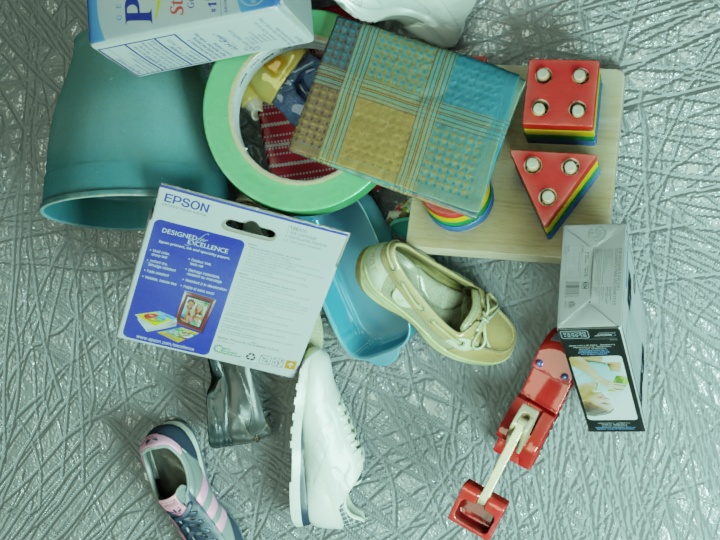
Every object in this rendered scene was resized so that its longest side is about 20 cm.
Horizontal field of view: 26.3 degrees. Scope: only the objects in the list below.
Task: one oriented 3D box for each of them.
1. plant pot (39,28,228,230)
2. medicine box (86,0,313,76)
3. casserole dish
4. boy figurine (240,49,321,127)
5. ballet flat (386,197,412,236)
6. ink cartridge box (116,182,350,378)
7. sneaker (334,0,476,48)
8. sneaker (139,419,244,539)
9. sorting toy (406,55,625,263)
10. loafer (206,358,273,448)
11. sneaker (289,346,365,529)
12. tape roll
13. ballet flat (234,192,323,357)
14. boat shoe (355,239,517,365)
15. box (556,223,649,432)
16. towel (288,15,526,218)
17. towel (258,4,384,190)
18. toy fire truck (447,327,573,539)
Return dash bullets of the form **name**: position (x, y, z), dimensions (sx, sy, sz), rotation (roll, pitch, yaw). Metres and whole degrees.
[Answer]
- **plant pot**: position (-0.234, -0.151, 1.614), dimensions (0.198, 0.200, 0.190), rotation (-4, 81, 18)
- **medicine box**: position (-0.156, -0.303, 1.480), dimensions (0.198, 0.103, 0.184), rotation (-8, 78, 16)
- **casserole dish**: position (0.000, 0.000, 1.611), dimensions (0.121, 0.039, 0.202), rotation (-23, 91, 48)
- **boy figurine**: position (-0.091, -0.221, 1.593), dimensions (0.200, 0.064, 0.124), rotation (44, 107, 2)
- **ballet flat**: position (0.127, -0.065, 1.576), dimensions (0.198, 0.076, 0.065), rotation (2, 67, 13)
- **ink cartridge box**: position (-0.131, 0.006, 1.564), dimensions (0.196, 0.047, 0.201), rotation (15, 123, -11)
- **sneaker**: position (0.037, -0.293, 1.507), dimensions (0.100, 0.199, 0.078), rotation (-56, 45, 26)
- **sneaker**: position (-0.191, 0.268, 1.702), dimensions (0.070, 0.082, 0.201), rotation (-28, 89, 18)
- **sorting toy**: position (0.150, -0.116, 1.509), dimensions (0.198, 0.070, 0.201), rotation (4, 73, 15)
- **loafer**: position (-0.134, 0.091, 1.677), dimensions (0.071, 0.073, 0.202), rotation (-2, 101, -4)
- **sneaker**: position (-0.034, 0.179, 1.654), dimensions (0.080, 0.076, 0.202), rotation (2, 104, 8)
- **tape roll**: position (-0.056, -0.157, 1.531), dimensions (0.198, 0.048, 0.203), rotation (0, 87, 4)
- **ballet flat**: position (-0.095, 0.008, 1.638), dimensions (0.067, 0.062, 0.202), rotation (-16, 99, 20)
- **boat shoe**: position (0.087, 0.032, 1.546), dimensions (0.200, 0.074, 0.063), rotation (36, 150, -23)
- **box**: position (0.234, 0.058, 1.469), dimensions (0.059, 0.201, 0.118), rotation (-2, 55, 16)
- **towel**: position (0.045, -0.149, 1.480), dimensions (0.198, 0.022, 0.148), rotation (20, 84, 12)
- **towel**: position (-0.042, -0.178, 1.629), dimensions (0.143, 0.022, 0.202), rotation (-8, 95, 18)
- **toy fire truck**: position (0.162, 0.159, 1.546), dimensions (0.048, 0.141, 0.201), rotation (27, 105, 12)
